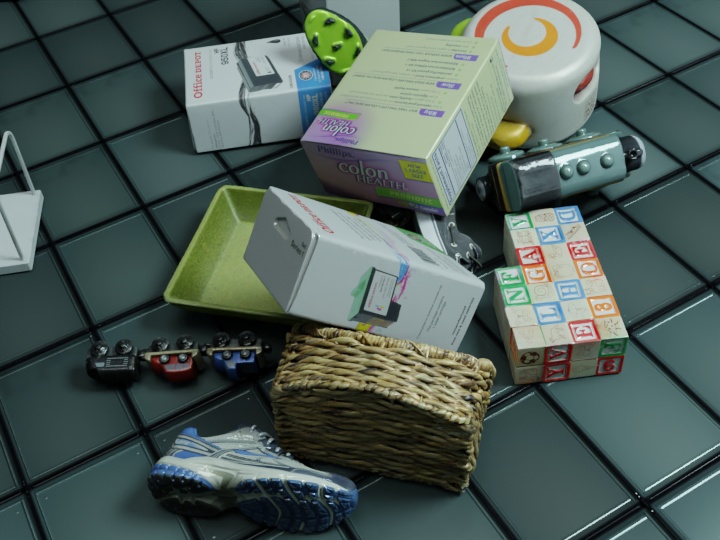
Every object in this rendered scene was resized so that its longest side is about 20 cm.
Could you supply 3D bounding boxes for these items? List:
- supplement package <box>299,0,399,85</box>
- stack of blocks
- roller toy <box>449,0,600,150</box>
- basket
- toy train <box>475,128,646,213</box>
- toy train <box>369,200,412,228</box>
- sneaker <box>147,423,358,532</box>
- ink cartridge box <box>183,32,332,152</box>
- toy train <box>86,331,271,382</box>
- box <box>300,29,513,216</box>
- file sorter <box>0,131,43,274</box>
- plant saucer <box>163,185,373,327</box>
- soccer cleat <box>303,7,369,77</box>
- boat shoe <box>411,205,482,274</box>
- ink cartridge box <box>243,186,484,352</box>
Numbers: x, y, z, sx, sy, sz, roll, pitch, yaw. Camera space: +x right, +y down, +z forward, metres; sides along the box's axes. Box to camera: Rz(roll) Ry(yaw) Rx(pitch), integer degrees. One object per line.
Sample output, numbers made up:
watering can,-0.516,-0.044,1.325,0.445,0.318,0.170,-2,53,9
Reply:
supplement package,-0.018,-0.393,1.338,0.117,0.201,0.117,-21,47,-15
stack of blocks,0.204,0.022,1.009,0.114,0.059,0.201,-6,45,-1
roller toy,0.225,-0.260,1.229,0.181,0.140,0.201,-15,54,0
basket,0.026,0.099,0.891,0.198,0.143,0.150,10,48,14
toy train,0.239,-0.118,1.101,0.199,0.086,0.114,-14,8,-11
toy train,0.010,-0.112,1.169,0.034,0.046,0.200,-31,47,-4
sneaker,-0.096,0.183,0.869,0.198,0.077,0.085,7,42,11
ink cartridge box,-0.142,-0.251,1.291,0.198,0.085,0.145,-9,46,-3
toy train,-0.194,0.095,0.982,0.198,0.034,0.046,-4,53,3
box,0.060,-0.182,1.108,0.175,0.097,0.201,13,58,32
file sorter,-0.511,-0.077,1.126,0.198,0.125,0.139,-9,45,-3
plant saucer,-0.100,-0.009,1.075,0.198,0.048,0.201,7,46,12
soccer cleat,-0.005,-0.294,1.275,0.068,0.199,0.081,-48,33,14
boat shoe,0.106,-0.018,1.058,0.066,0.070,0.201,-9,38,-2
ink cartridge box,0.000,0.000,0.926,0.199,0.084,0.145,16,15,-30
